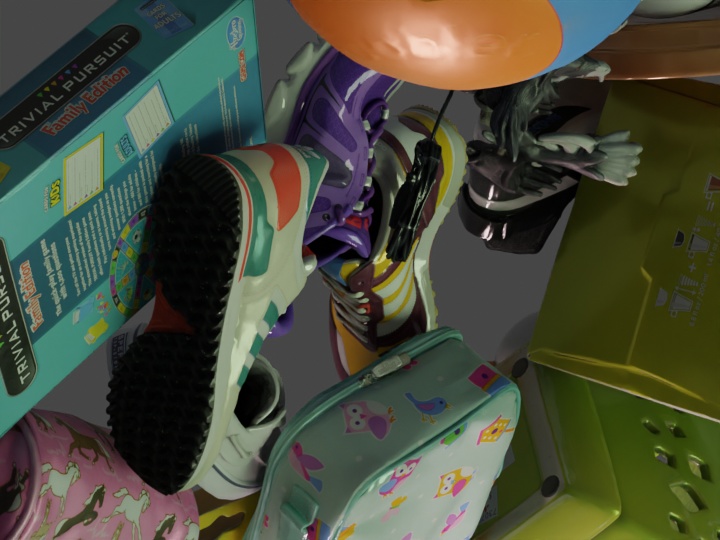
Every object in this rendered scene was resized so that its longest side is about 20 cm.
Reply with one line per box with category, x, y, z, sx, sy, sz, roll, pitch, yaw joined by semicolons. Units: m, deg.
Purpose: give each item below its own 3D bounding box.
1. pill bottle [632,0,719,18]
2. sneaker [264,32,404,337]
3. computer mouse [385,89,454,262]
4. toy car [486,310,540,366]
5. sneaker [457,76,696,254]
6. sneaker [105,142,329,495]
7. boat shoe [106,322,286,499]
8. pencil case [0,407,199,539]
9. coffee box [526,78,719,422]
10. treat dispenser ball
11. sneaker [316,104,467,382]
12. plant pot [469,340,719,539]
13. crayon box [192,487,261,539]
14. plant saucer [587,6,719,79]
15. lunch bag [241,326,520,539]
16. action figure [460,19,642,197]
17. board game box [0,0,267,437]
pill bottle;0.199;-0.214;1.299;0.200;0.111;0.111;-20;137;-52
sneaker;-0.014;-0.052;1.143;0.200;0.083;0.081;-59;155;4
computer mouse;0.039;-0.102;1.177;0.059;0.034;0.201;117;-11;-79
toy car;0.177;0.076;1.568;0.200;0.177;0.184;-36;163;-12
sneaker;0.136;-0.075;1.413;0.200;0.073;0.112;-22;142;-39
sneaker;-0.062;0.024;1.050;0.093;0.070;0.200;-21;136;-44
boat shoe;-0.073;0.077;1.182;0.065;0.074;0.200;-16;160;13
pencil case;-0.154;0.124;1.104;0.086;0.083;0.200;-29;160;13
coffee box;0.261;0.002;1.337;0.197;0.200;0.200;17;91;-42
treat dispenser ball;0.047;-0.182;0.955;0.201;0.201;0.201;-42;152;-29
sneaker;0.000;0.000;1.253;0.090;0.075;0.201;-25;133;-45
plant pot;0.132;0.171;1.430;0.181;0.199;0.200;34;119;-32
crayon box;-0.128;0.210;1.292;0.127;0.051;0.201;-17;135;-54
plant saucer;0.215;-0.149;1.331;0.200;0.200;0.032;-21;110;-51
lunch bag;0.005;0.130;1.259;0.160;0.077;0.200;-26;149;-33
action figure;0.109;-0.106;1.213;0.200;0.102;0.119;114;-22;-80
board game box;-0.128;-0.035;0.998;0.200;0.047;0.151;-43;153;-26
